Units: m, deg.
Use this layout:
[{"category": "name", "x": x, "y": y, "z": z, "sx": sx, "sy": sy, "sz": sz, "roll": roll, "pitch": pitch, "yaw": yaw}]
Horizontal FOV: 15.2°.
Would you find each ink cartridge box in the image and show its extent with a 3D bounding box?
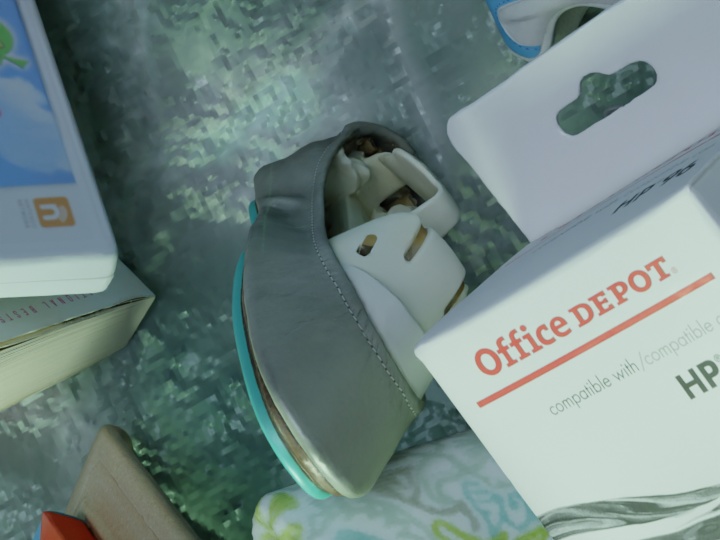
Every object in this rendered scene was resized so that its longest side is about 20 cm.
[{"category": "ink cartridge box", "x": 0.097, "y": 0.032, "z": 0.713, "sx": 0.200, "sy": 0.068, "sz": 0.116, "roll": 53, "pitch": 136, "yaw": -3}]

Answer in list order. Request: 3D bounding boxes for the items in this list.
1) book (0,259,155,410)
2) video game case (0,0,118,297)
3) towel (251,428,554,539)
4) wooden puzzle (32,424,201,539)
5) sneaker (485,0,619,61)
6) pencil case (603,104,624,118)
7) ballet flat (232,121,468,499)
[{"category": "book", "x": -0.177, "y": -0.033, "z": 0.878, "sx": 0.200, "sy": 0.133, "sz": 0.048, "roll": 43, "pitch": 121, "yaw": 15}, {"category": "video game case", "x": -0.185, "y": -0.070, "z": 0.835, "sx": 0.022, "sy": 0.181, "sz": 0.200, "roll": 115, "pitch": 143, "yaw": -45}, {"category": "towel", "x": 0.075, "y": 0.137, "z": 0.769, "sx": 0.048, "sy": 0.171, "sz": 0.201, "roll": -30, "pitch": 76, "yaw": 58}, {"category": "wooden puzzle", "x": -0.094, "y": 0.159, "z": 0.823, "sx": 0.037, "sy": 0.200, "sz": 0.186, "roll": 19, "pitch": 100, "yaw": -22}, {"category": "sneaker", "x": 0.128, "y": -0.111, "z": 0.801, "sx": 0.199, "sy": 0.076, "sz": 0.081, "roll": -6, "pitch": 102, "yaw": 23}, {"category": "pencil case", "x": 0.143, "y": -0.046, "z": 0.742, "sx": 0.092, "sy": 0.085, "sz": 0.200, "roll": 49, "pitch": 133, "yaw": -2}, {"category": "ballet flat", "x": 0.000, "y": 0.000, "z": 0.785, "sx": 0.064, "sy": 0.200, "sz": 0.068, "roll": -31, "pitch": 108, "yaw": 8}]
